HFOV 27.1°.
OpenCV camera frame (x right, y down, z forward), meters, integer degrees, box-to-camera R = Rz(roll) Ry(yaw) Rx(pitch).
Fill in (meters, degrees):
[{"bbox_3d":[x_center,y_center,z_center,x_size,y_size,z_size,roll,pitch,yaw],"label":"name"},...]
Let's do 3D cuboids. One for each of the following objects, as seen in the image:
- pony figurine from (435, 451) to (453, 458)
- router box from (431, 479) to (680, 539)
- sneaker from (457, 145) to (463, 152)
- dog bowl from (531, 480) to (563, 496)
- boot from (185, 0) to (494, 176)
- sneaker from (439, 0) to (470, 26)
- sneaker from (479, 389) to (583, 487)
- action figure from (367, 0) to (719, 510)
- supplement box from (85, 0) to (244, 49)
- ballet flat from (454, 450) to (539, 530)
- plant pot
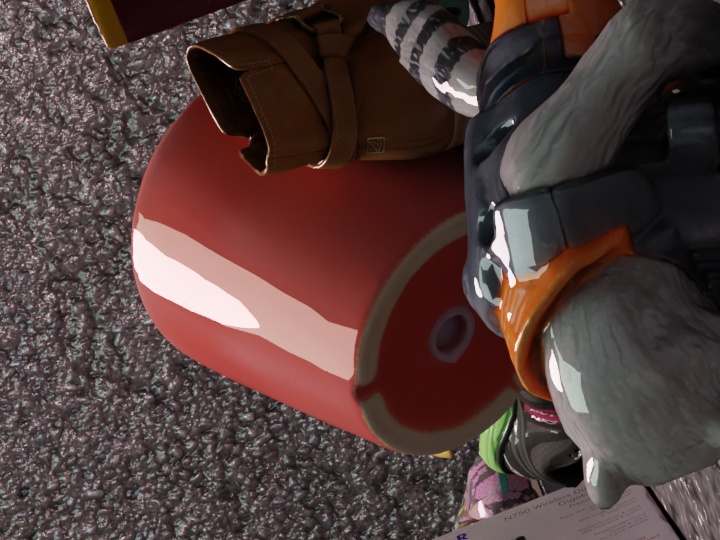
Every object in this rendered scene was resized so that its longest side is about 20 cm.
[{"bbox_3d":[0.105,0.119,1.707,0.200,0.193,0.167,39,160,51],"label":"pony figurine"},{"bbox_3d":[0.097,0.203,0.892,0.180,0.199,0.049,-108,-4,-76],"label":"router box"},{"bbox_3d":[0.097,-0.009,0.993,0.200,0.060,0.105,58,-168,-59],"label":"sneaker"},{"bbox_3d":[0.162,0.164,1.129,0.200,0.058,0.201,-20,-90,-89],"label":"dog bowl"},{"bbox_3d":[-0.021,-0.120,0.785,0.200,0.155,0.077,56,151,36],"label":"boot"},{"bbox_3d":[0.021,-0.194,0.950,0.140,0.077,0.201,20,-121,-87],"label":"sneaker"},{"bbox_3d":[0.123,0.066,0.907,0.083,0.077,0.200,23,150,17],"label":"sneaker"},{"bbox_3d":[0.062,-0.014,0.386,0.194,0.104,0.201,-95,-11,-50],"label":"action figure"},{"bbox_3d":[-0.058,-0.205,0.786,0.111,0.199,0.086,-110,0,-58],"label":"supplement box"},{"bbox_3d":[0.106,0.171,1.142,0.200,0.069,0.072,80,-172,-74],"label":"ballet flat"},{"bbox_3d":[0.000,0.000,0.821,0.177,0.200,0.201,32,153,45],"label":"plant pot"}]
